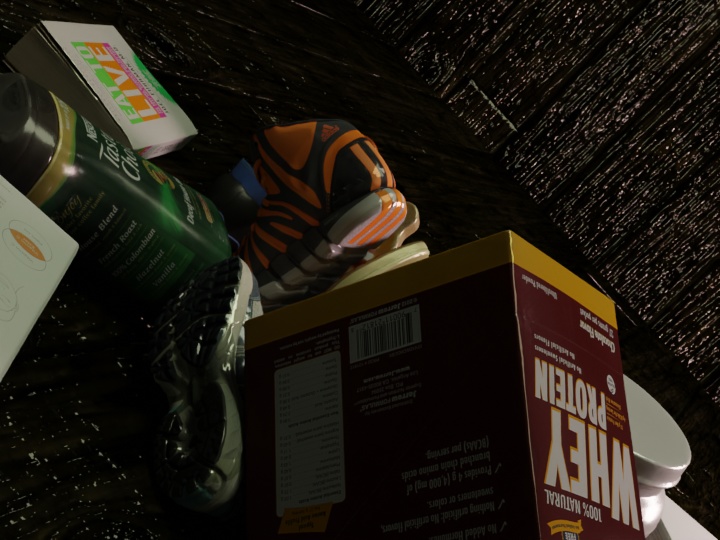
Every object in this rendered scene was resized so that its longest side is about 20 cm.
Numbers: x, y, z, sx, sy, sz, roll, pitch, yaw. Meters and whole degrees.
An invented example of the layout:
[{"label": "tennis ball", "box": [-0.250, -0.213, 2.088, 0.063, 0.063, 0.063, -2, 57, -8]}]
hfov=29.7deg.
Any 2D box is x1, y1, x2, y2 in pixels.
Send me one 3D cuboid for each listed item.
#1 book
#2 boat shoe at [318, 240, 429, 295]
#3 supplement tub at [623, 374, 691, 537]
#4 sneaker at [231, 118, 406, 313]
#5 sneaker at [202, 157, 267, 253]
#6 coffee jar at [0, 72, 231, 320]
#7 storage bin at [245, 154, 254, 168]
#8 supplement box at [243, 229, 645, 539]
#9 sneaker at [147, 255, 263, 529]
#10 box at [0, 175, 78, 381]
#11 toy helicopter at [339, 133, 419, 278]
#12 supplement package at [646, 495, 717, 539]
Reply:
[{"label": "book", "box": [-0.224, -0.157, 1.219, 0.134, 0.048, 0.200, 49, 13, -3]}, {"label": "boat shoe", "box": [-0.020, 0.052, 0.975, 0.063, 0.199, 0.073, 52, -18, 6]}, {"label": "supplement tub", "box": [0.124, 0.169, 0.952, 0.139, 0.201, 0.141, 28, 21, -12]}, {"label": "sneaker", "box": [-0.061, -0.034, 1.001, 0.113, 0.199, 0.077, 59, 22, 20]}, {"label": "sneaker", "box": [-0.102, -0.027, 1.172, 0.070, 0.078, 0.200, 48, -7, 21]}, {"label": "coffee jar", "box": [-0.187, -0.049, 0.937, 0.199, 0.085, 0.105, 34, 18, -37]}, {"label": "storage bin", "box": [-0.044, -0.068, 1.373, 0.135, 0.094, 0.200, 47, 15, 5]}, {"label": "supplement box", "box": [0.047, 0.116, 0.793, 0.132, 0.195, 0.203, 28, 52, -49]}, {"label": "sneaker", "box": [-0.087, 0.081, 0.882, 0.086, 0.077, 0.202, 44, 31, -37]}, {"label": "box", "box": [-0.226, 0.013, 0.639, 0.124, 0.097, 0.200, 42, 14, -13]}, {"label": "toy helicopter", "box": [0.000, 0.000, 1.057, 0.201, 0.131, 0.079, 50, -12, 26]}, {"label": "supplement package", "box": [0.304, 0.317, 1.276, 0.199, 0.111, 0.156, 40, 16, -22]}]
